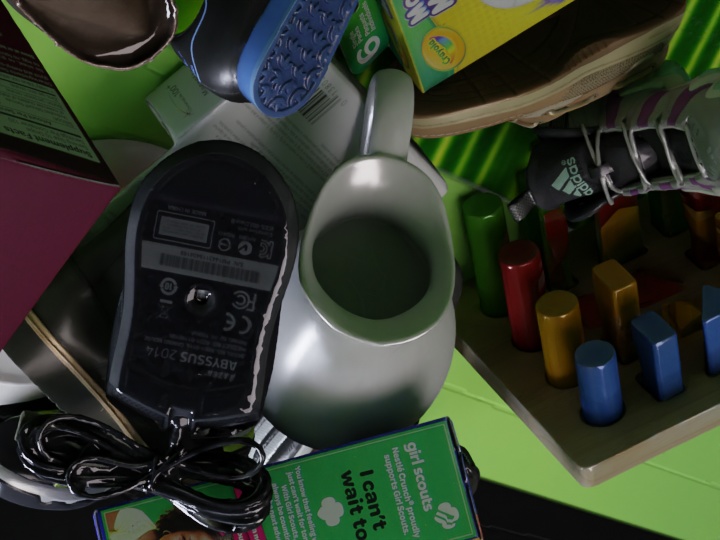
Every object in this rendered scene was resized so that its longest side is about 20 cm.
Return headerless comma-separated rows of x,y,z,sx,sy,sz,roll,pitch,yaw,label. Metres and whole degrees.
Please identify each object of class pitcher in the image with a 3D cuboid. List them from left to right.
0.000,0.000,1.439,0.120,0.173,0.200,10,155,-4,pitcher

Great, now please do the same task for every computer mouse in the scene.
-0.090,0.025,1.349,0.138,0.053,0.201,16,104,-4,computer mouse

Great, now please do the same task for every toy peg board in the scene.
0.166,0.003,1.596,0.199,0.199,0.098,-25,129,-14,toy peg board

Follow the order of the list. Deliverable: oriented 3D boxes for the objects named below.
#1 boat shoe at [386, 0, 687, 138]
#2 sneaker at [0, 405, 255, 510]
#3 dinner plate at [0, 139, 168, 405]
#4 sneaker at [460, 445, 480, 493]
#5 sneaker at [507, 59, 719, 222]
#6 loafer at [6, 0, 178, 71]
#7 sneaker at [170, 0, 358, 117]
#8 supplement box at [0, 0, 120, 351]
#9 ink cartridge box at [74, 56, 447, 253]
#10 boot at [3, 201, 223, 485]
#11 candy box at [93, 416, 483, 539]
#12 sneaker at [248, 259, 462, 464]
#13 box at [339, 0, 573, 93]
0.100,-0.111,1.499,0.199,0.071,0.065,-20,142,-22,boat shoe
-0.141,0.080,1.542,0.199,0.072,0.083,-10,125,-40,sneaker
-0.167,0.010,1.462,0.199,0.024,0.201,-23,145,-18,dinner plate
0.028,0.129,1.642,0.079,0.076,0.200,-37,170,1,sneaker
0.152,-0.061,1.521,0.139,0.200,0.078,-23,99,-7,sneaker
-0.144,-0.146,1.252,0.073,0.071,0.200,-38,145,5,loafer
-0.023,-0.176,1.331,0.201,0.078,0.070,-56,143,-7,sneaker
-0.206,-0.070,1.177,0.085,0.200,0.110,14,122,-48,supplement box
-0.062,-0.043,1.468,0.173,0.044,0.200,-39,146,6,ink cartridge box
-0.095,0.038,1.433,0.138,0.078,0.200,-42,143,1,boot
-0.034,0.150,1.453,0.199,0.078,0.169,-16,168,-1,candy box
0.017,0.051,1.633,0.115,0.076,0.200,3,141,-48,sneaker
0.072,-0.179,1.418,0.199,0.048,0.118,-30,145,-4,box
